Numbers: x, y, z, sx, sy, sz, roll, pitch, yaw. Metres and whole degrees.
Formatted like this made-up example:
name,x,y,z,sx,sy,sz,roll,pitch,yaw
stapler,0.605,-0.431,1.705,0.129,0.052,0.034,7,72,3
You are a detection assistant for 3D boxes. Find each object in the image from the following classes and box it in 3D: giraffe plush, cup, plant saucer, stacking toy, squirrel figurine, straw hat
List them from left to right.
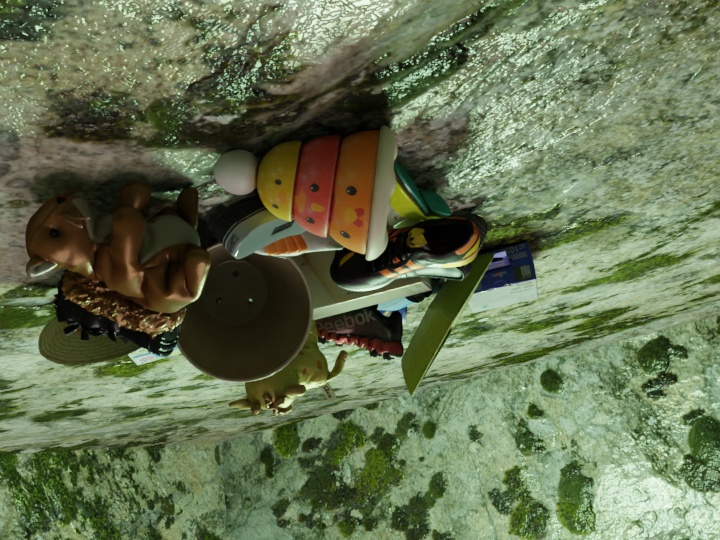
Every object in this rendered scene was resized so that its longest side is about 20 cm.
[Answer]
name,x,y,z,sx,sy,sz,roll,pitch,yaw
straw hat,-0.381,0.046,1.178,0.199,0.202,0.086,-10,123,-1
squirrel figurine,-0.285,-0.006,0.924,0.185,0.142,0.201,5,135,-24
cup,-0.178,0.044,1.180,0.198,0.203,0.143,-7,-168,-13
giraffe plush,-0.133,0.156,1.271,0.173,0.200,0.162,-48,174,26
stacking toy,-0.062,-0.093,0.886,0.198,0.148,0.146,6,164,0
plant saucer,0.135,0.079,1.349,0.200,0.048,0.201,-50,166,-48

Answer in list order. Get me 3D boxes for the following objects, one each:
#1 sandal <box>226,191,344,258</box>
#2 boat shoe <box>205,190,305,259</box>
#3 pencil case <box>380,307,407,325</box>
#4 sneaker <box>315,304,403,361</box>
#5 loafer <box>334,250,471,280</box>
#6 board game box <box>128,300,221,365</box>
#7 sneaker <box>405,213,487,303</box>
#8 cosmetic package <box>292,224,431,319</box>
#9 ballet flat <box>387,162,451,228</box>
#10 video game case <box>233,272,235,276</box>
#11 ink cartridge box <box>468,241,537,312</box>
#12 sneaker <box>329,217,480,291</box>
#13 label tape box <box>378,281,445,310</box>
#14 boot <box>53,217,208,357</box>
name,x,y,z,sx,sy,sz,roll,pitch,yaw
sandal,-0.090,-0.051,1.050,0.205,0.080,0.059,4,167,-37
boat shoe,-0.103,-0.076,0.965,0.199,0.068,0.074,-33,162,-45
pencil case,-0.006,0.084,1.576,0.198,0.079,0.087,-11,135,4
sneaker,-0.018,0.084,1.359,0.198,0.099,0.071,12,179,8
loafer,0.058,-0.014,1.148,0.199,0.071,0.068,14,150,21
board game box,-0.295,0.088,1.343,0.194,0.056,0.200,-14,165,-10
sneaker,0.138,-0.035,1.290,0.200,0.074,0.088,-45,178,43
cosmetic package,0.000,0.000,1.244,0.198,0.105,0.073,-16,165,13
ballet flat,0.061,-0.082,1.052,0.067,0.067,0.200,-33,161,16
video game case,-0.213,0.026,1.356,0.198,0.018,0.143,-13,165,9
ink cartridge box,0.256,0.012,1.500,0.135,0.077,0.200,-14,165,10
sneaker,0.054,-0.030,1.024,0.198,0.071,0.090,-13,164,1
label tape box,0.027,0.020,1.403,0.199,0.064,0.144,4,158,-40
boot,-0.300,0.006,1.059,0.161,0.200,0.073,18,180,12
